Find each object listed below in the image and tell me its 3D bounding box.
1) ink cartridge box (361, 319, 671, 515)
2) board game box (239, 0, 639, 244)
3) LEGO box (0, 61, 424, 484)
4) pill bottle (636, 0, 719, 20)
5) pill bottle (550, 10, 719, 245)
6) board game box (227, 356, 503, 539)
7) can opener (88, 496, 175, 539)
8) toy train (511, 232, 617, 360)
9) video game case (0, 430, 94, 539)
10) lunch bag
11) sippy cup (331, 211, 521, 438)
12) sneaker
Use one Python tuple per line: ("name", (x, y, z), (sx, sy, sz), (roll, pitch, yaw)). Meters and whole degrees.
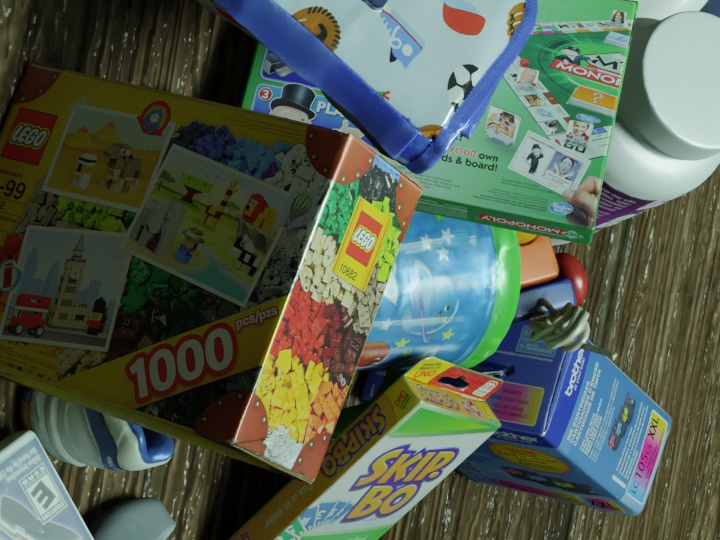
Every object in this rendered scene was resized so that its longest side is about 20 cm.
("ink cartridge box", (0.095, 0.082, 1.366), (0.200, 0.136, 0.077), (42, 62, -52))
("board game box", (0.040, -0.099, 1.157), (0.029, 0.199, 0.135), (86, 17, -71))
("LEGO box", (-0.090, -0.003, 1.014), (0.077, 0.199, 0.150), (33, 75, -55))
("pill bottle", (0.203, -0.188, 1.445), (0.200, 0.111, 0.112), (37, 71, -53))
("pill bottle", (0.155, -0.088, 1.307), (0.112, 0.200, 0.113), (5, 77, -23))
("board game box", (-0.003, 0.128, 1.248), (0.200, 0.030, 0.095), (-47, 149, 15))
("can opener", (-0.165, 0.188, 1.125), (0.200, 0.053, 0.067), (-34, 96, -44))
("toy train", (0.091, -0.025, 1.265), (0.084, 0.200, 0.116), (-15, 108, -26))
("video game case", (-0.189, 0.205, 1.042), (0.200, 0.023, 0.183), (-38, 106, -43))
("lunch bag", (-0.004, -0.148, 1.022), (0.170, 0.124, 0.200), (40, 30, -10))
("sippy cup", (0.000, 0.000, 1.218), (0.130, 0.139, 0.179), (-8, 79, -43))
("sneaker", (-0.099, 0.010, 1.107), (0.075, 0.088, 0.201), (28, 77, -53))
